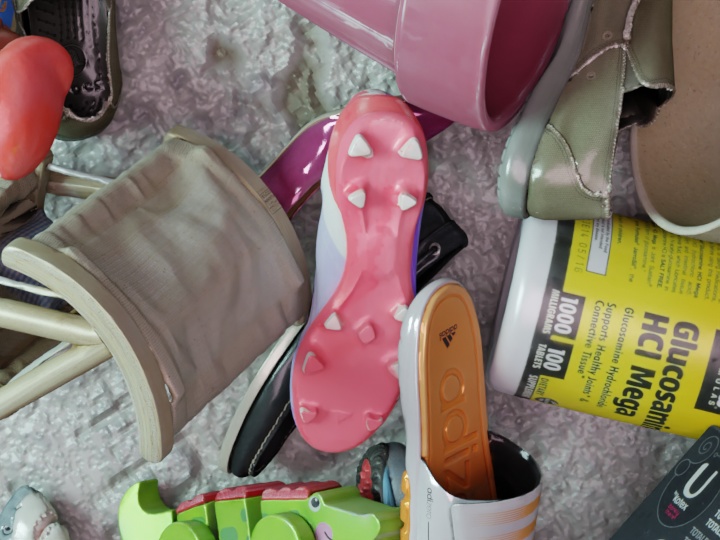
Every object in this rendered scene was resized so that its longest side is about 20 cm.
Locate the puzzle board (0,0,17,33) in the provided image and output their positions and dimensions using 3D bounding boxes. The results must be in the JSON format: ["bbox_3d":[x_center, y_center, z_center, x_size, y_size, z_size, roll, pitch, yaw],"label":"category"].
[{"bbox_3d":[-0.298,-0.131,1.462,0.198,0.017,0.152,12,99,0],"label":"puzzle board"}]

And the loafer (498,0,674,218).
[{"bbox_3d":[0.141,-0.110,1.383,0.069,0.075,0.201,21,76,14],"label":"loafer"}]

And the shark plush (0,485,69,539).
[{"bbox_3d":[-0.226,0.223,1.513,0.083,0.091,0.200,45,120,14],"label":"shark plush"}]

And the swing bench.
[{"bbox_3d":[-0.157,0.012,1.348,0.199,0.199,0.131,-8,107,24],"label":"swing bench"}]

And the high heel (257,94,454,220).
[{"bbox_3d":[-0.025,-0.035,1.436,0.199,0.067,0.097,-18,88,10],"label":"high heel"}]

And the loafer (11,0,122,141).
[{"bbox_3d":[-0.165,-0.170,1.415,0.075,0.070,0.202,-16,103,-16],"label":"loafer"}]

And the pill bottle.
[{"bbox_3d":[0.177,0.034,1.420,0.198,0.112,0.113,13,100,0],"label":"pill bottle"}]

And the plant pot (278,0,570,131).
[{"bbox_3d":[0.024,-0.196,1.361,0.178,0.200,0.202,20,100,15],"label":"plant pot"}]

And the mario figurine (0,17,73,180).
[{"bbox_3d":[-0.240,-0.119,1.368,0.200,0.123,0.106,50,127,25],"label":"mario figurine"}]

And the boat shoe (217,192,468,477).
[{"bbox_3d":[-0.007,0.044,1.450,0.066,0.075,0.200,34,90,8],"label":"boat shoe"}]

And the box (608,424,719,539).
[{"bbox_3d":[0.177,0.203,1.354,0.106,0.122,0.200,41,91,-24],"label":"box"}]

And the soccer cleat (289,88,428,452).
[{"bbox_3d":[0.000,0.000,1.385,0.066,0.077,0.202,5,111,-7],"label":"soccer cleat"}]

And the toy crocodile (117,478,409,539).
[{"bbox_3d":[-0.055,0.144,1.440,0.199,0.067,0.062,-9,87,42],"label":"toy crocodile"}]

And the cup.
[{"bbox_3d":[0.259,-0.095,1.373,0.142,0.200,0.202,18,101,-23],"label":"cup"}]

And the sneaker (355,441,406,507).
[{"bbox_3d":[0.064,0.180,1.479,0.095,0.079,0.201,-26,104,-8],"label":"sneaker"}]

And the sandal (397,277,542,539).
[{"bbox_3d":[0.062,0.108,1.374,0.059,0.079,0.208,11,118,40],"label":"sandal"}]
